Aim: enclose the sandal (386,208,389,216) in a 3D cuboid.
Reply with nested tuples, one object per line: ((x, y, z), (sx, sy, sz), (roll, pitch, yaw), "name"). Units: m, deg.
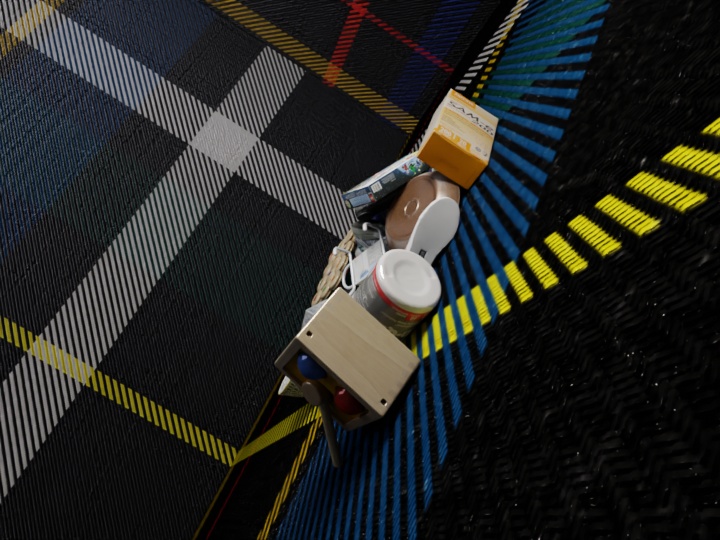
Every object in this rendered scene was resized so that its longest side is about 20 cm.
((0.143, -0.116, 1.259), (0.211, 0.069, 0.079), (-8, 67, 56), "sandal")

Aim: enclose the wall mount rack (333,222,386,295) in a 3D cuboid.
((0.000, 0.000, 1.291), (0.199, 0.074, 0.176), (-36, 49, 40), "wall mount rack")

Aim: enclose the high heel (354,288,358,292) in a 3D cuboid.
((-0.019, 0.125, 1.402), (0.096, 0.067, 0.202), (-42, 28, 38), "high heel")

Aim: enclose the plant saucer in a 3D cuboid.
((0.113, -0.120, 1.191), (0.199, 0.036, 0.203), (-31, 45, 37), "plant saucer")

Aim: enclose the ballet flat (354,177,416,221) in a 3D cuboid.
((0.060, -0.172, 1.344), (0.198, 0.066, 0.058), (-21, 63, 36), "ballet flat")

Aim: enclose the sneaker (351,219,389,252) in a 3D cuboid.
((0.064, -0.061, 1.367), (0.077, 0.087, 0.199), (-29, 33, -32), "sneaker")

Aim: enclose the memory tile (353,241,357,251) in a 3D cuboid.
((0.064, -0.124, 1.564), (0.201, 0.152, 0.017), (-59, 43, 30), "memory tile")

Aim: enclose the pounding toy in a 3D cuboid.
((-0.032, 0.165, 0.862), (0.142, 0.184, 0.200), (-48, 0, -29), "pounding toy")

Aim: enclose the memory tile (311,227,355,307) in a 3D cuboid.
((-0.066, -0.008, 1.490), (0.153, 0.017, 0.201), (-45, 20, 47), "memory tile")

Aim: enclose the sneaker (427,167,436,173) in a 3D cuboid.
((0.174, -0.184, 1.321), (0.200, 0.069, 0.100), (-68, 3, -70), "sneaker")

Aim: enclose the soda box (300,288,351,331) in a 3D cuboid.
((-0.063, 0.110, 1.436), (0.199, 0.063, 0.069), (-26, -44, -58), "soda box")

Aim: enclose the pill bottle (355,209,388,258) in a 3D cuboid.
((0.070, -0.096, 1.472), (0.201, 0.119, 0.120), (-55, 7, 37), "pill bottle")

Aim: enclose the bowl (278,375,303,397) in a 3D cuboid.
((-0.121, 0.250, 1.507), (0.202, 0.093, 0.201), (-58, 7, 11), "bowl")

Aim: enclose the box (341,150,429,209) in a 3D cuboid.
((0.068, -0.204, 1.281), (0.199, 0.038, 0.136), (-34, 12, -23), "box")

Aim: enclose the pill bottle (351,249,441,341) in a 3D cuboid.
((0.037, 0.068, 0.962), (0.201, 0.113, 0.114), (-54, 7, 44), "pill bottle")

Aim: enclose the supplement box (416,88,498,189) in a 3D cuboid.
((0.200, -0.270, 1.186), (0.074, 0.125, 0.201), (-55, 8, 42), "supplement box")

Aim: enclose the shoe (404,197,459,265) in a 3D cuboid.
((0.110, -0.044, 1.085), (0.202, 0.071, 0.091), (-64, 11, 3), "shoe")
